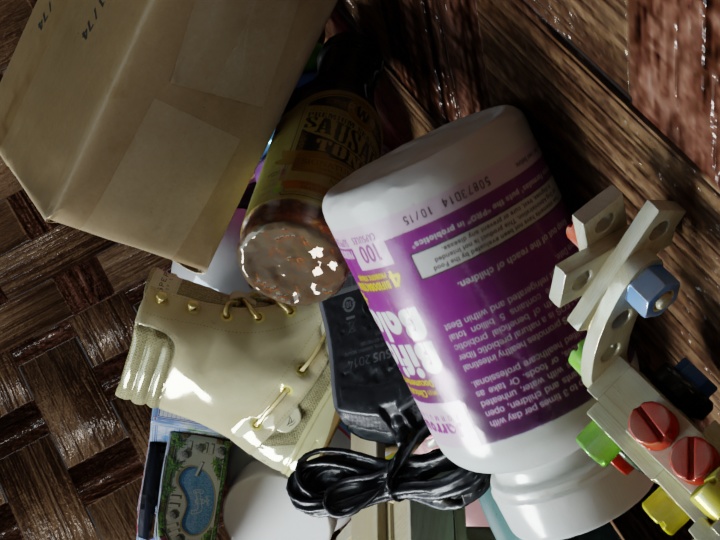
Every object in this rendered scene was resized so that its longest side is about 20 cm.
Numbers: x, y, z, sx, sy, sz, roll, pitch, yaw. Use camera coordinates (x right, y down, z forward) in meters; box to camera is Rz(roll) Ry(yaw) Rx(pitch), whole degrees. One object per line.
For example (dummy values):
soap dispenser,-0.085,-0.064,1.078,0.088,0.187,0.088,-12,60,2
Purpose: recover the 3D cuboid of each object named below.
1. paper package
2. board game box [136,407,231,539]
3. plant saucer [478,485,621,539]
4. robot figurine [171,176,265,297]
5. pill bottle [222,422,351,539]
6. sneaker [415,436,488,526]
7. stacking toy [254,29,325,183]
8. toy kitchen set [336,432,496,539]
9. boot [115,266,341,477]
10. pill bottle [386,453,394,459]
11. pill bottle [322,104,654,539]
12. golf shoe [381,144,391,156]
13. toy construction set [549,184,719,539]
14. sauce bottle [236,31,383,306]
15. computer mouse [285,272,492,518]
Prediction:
paper package,-0.120,-0.129,0.778,0.103,0.200,0.191,19,-167,-33
board game box,-0.128,0.132,0.988,0.200,0.062,0.200,111,167,-64
plant saucer,0.123,0.168,0.789,0.200,0.027,0.200,49,-166,-17
robot figurine,-0.068,-0.009,1.067,0.200,0.125,0.151,-46,-31,-60
pill bottle,-0.042,0.139,1.047,0.109,0.109,0.200,65,-159,-20
sneaker,0.067,0.124,1.035,0.105,0.075,0.201,112,133,-84
stacking toy,-0.049,-0.134,0.873,0.085,0.085,0.200,122,132,-78
toy kitchen set,0.085,0.154,0.897,0.200,0.180,0.164,118,153,-62
boot,-0.063,0.023,0.876,0.155,0.200,0.073,24,-166,0
pill bottle,-0.006,0.102,1.240,0.111,0.111,0.200,56,168,27
pill bottle,0.070,0.029,0.664,0.200,0.112,0.112,63,170,-9
golf shoe,0.000,0.000,0.946,0.097,0.078,0.200,28,130,51
toy construction set,0.131,0.067,0.523,0.131,0.092,0.200,32,-153,-56
sauce bottle,-0.021,-0.068,0.757,0.200,0.066,0.066,-79,-23,-46
computer mouse,0.019,0.042,0.780,0.053,0.138,0.200,15,-112,-52
